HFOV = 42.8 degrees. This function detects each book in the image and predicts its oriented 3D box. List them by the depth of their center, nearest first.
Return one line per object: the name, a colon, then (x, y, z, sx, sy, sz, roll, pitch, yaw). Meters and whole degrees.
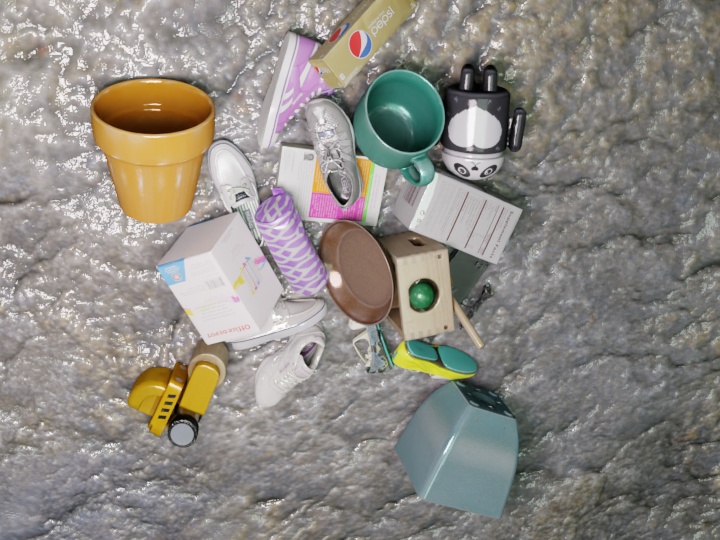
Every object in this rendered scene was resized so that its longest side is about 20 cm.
book: (-0.057, -0.154, 1.679, 0.195, 0.048, 0.137, 5, 110, -15)

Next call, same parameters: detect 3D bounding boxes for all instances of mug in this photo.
mug: (0.059, -0.243, 1.614, 0.149, 0.114, 0.189, 13, 73, -15)

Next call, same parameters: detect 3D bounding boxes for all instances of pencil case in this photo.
pencil case: (-0.120, -0.045, 1.658, 0.082, 0.086, 0.202, 1, 137, 26)

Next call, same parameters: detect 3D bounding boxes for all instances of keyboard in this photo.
keyboard: (0.189, 0.055, 1.841, 0.126, 0.021, 0.201, 34, 100, -17)

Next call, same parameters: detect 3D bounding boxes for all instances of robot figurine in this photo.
robot figurine: (0.208, -0.267, 1.664, 0.123, 0.149, 0.205, -16, 117, -41)

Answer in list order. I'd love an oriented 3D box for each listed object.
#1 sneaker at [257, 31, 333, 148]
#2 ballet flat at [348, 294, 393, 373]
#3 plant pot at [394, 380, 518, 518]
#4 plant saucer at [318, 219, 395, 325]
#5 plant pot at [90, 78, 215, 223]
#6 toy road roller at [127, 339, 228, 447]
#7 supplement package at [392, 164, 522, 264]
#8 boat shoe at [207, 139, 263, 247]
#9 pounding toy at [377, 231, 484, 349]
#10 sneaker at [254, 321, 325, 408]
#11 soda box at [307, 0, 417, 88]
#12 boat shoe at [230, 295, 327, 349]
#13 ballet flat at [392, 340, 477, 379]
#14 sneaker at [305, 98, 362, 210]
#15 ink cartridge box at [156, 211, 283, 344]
sneaker: (-0.105, -0.298, 1.597, 0.112, 0.073, 0.204, 16, 105, -23)
ballet flat: (0.012, 0.118, 1.790, 0.073, 0.074, 0.204, -19, 112, -7)
plant pot: (0.210, 0.343, 1.858, 0.192, 0.197, 0.204, 17, 105, -20)
plant saucer: (0.000, 0.000, 1.690, 0.036, 0.198, 0.205, -25, 119, -39)
plant pot: (-0.339, -0.188, 1.518, 0.195, 0.202, 0.186, -3, 126, -14)
toy road roller: (-0.341, 0.213, 1.701, 0.144, 0.123, 0.203, 25, 103, -11)
supplement package: (0.180, -0.112, 1.720, 0.197, 0.117, 0.119, 20, 102, -22)
boat shoe: (-0.210, -0.135, 1.631, 0.072, 0.067, 0.203, -27, 115, -4)
pounding toy: (0.126, 0.040, 1.708, 0.139, 0.200, 0.188, -10, 108, -11)
sneaker: (-0.137, 0.187, 1.756, 0.074, 0.100, 0.202, 31, 101, -26)
soda box: (0.005, -0.403, 1.559, 0.064, 0.067, 0.201, 45, 77, -25)
boat shoe: (-0.160, 0.083, 1.730, 0.196, 0.071, 0.071, -18, 117, -1)
ballet flat: (0.145, 0.186, 1.854, 0.197, 0.068, 0.067, 18, 130, -34)
sneaker: (-0.041, -0.200, 1.590, 0.073, 0.082, 0.203, -16, 115, 14)
ink cartridge box: (-0.239, 0.025, 1.628, 0.126, 0.126, 0.202, -13, 120, 29)
